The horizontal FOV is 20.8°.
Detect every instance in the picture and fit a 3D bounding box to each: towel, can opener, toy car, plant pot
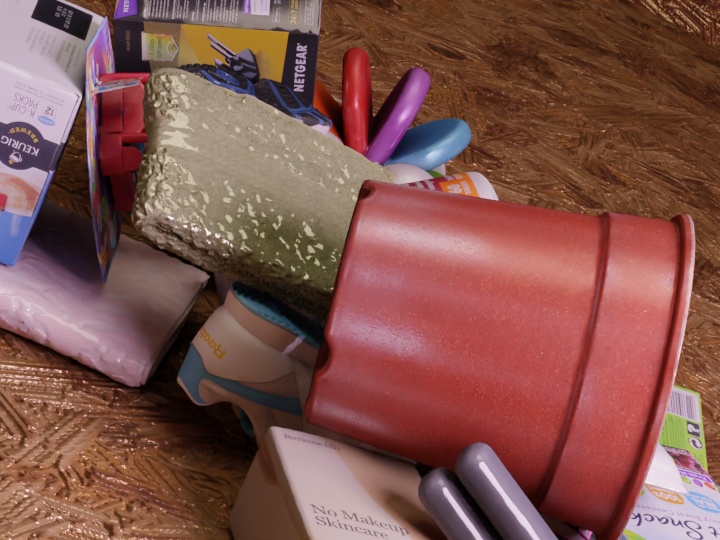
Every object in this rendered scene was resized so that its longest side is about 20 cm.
[{"bbox_3d":[-0.057,-0.043,1.274,0.199,0.036,0.149,24,44,-25],"label":"towel"},{"bbox_3d":[0.109,0.183,1.105,0.201,0.053,0.067,54,17,-2],"label":"can opener"},{"bbox_3d":[-0.214,0.002,1.349,0.199,0.032,0.191,24,19,1],"label":"towel"},{"bbox_3d":[0.008,-0.115,1.727,0.199,0.151,0.175,22,19,-5],"label":"toy car"},{"bbox_3d":[0.076,0.042,1.162,0.194,0.202,0.201,14,20,1],"label":"plant pot"}]

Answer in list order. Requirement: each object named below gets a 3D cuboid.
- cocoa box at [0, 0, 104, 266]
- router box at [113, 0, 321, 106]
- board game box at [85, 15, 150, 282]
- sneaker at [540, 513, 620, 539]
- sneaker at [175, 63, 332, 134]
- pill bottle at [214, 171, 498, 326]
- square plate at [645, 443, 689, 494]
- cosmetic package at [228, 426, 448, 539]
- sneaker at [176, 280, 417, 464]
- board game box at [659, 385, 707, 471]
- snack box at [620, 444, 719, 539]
[{"bbox_3d":[-0.262,-0.114,1.342,0.132,0.132,0.200,22,19,-11],"label":"cocoa box"},{"bbox_3d":[-0.114,-0.146,1.551,0.156,0.201,0.053,4,56,-2],"label":"router box"},{"bbox_3d":[-0.157,-0.085,1.343,0.039,0.159,0.200,-2,16,-1],"label":"board game box"},{"bbox_3d":[0.118,0.177,1.217,0.086,0.081,0.200,5,19,-19],"label":"sneaker"},{"bbox_3d":[-0.089,-0.097,1.429,0.076,0.077,0.200,41,14,24],"label":"sneaker"},{"bbox_3d":[0.000,0.000,1.384,0.198,0.110,0.110,-10,28,-9],"label":"pill bottle"},{"bbox_3d":[0.115,0.091,1.335,0.198,0.029,0.198,17,7,-4],"label":"square plate"},{"bbox_3d":[0.000,0.175,1.087,0.104,0.071,0.200,16,21,-23],"label":"cosmetic package"},{"bbox_3d":[-0.035,0.084,1.289,0.200,0.081,0.077,35,8,-35],"label":"sneaker"},{"bbox_3d":[0.168,0.107,1.474,0.199,0.030,0.096,20,45,-18],"label":"board game box"},{"bbox_3d":[0.203,0.180,1.336,0.141,0.053,0.200,13,21,-25],"label":"snack box"}]
